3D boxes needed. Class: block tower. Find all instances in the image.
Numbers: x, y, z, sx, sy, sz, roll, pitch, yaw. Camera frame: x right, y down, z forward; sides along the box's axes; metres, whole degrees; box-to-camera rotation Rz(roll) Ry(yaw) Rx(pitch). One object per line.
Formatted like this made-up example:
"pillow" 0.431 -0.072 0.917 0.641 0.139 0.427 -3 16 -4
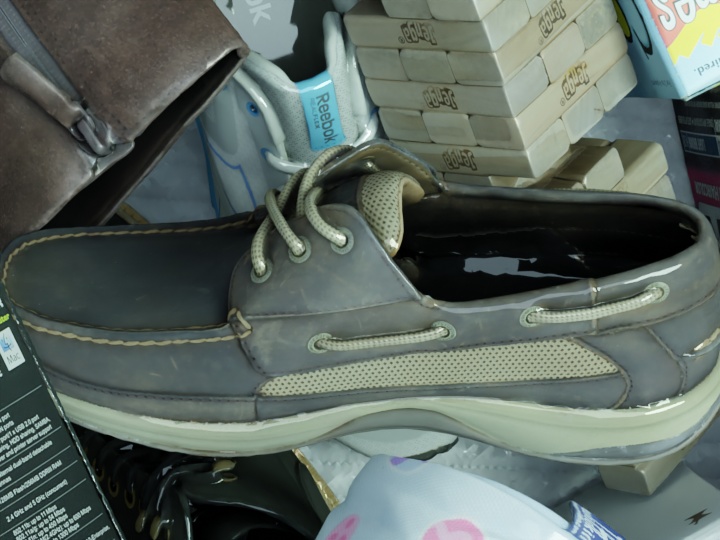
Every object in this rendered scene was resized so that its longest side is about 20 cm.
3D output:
"block tower" 0.048 -0.033 0.755 0.054 0.058 0.201 -43 124 -34

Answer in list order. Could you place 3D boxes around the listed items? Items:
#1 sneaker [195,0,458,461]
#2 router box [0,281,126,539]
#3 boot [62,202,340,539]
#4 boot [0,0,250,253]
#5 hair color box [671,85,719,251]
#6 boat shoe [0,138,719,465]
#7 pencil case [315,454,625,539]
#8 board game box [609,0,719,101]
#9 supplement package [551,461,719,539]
"sneaker" -0.016 -0.034 0.773 0.075 0.087 0.201 -22 97 -6
"router box" -0.146 0.096 0.721 0.062 0.199 0.150 -33 100 -47
"boot" -0.064 0.036 0.746 0.200 0.138 0.077 43 88 -7
"boot" -0.079 -0.117 0.740 0.200 0.072 0.166 -47 69 12
"hair color box" 0.150 0.036 0.788 0.060 0.100 0.201 -14 95 -4
"boat shoe" 0.000 0.000 0.697 0.199 0.075 0.074 1 127 -4
"pencil case" -0.007 0.142 0.638 0.091 0.083 0.200 41 73 -23
"board game box" 0.085 -0.161 0.765 0.103 0.105 0.201 -25 97 -5
"supplement package" 0.095 0.173 0.782 0.121 0.120 0.201 -28 97 -2
